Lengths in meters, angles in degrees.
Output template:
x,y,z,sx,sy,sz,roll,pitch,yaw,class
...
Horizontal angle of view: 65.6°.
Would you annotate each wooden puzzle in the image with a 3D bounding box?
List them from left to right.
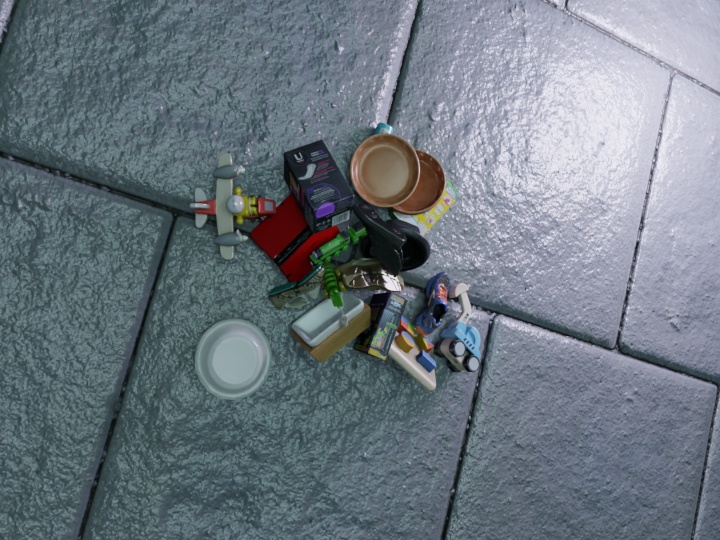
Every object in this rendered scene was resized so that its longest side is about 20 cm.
x,y,z,sx,sy,sz,roll,pitch,yaw,class
0.149,0.211,1.550,0.185,0.201,0.046,43,114,-13,wooden puzzle

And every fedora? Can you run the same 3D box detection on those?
x,y,z,sx,sy,sz,roll,pitch,yaw,class
0.100,-0.084,1.562,0.196,0.201,0.094,21,51,-16,fedora

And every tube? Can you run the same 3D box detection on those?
x,y,z,sx,sy,sz,roll,pitch,yaw,class
0.039,-0.317,1.593,0.075,0.050,0.206,17,83,19,tube

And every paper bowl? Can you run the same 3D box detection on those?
x,y,z,sx,sy,sz,roll,pitch,yaw,class
-0.324,0.225,1.428,0.194,0.104,0.208,1,87,-19,paper bowl

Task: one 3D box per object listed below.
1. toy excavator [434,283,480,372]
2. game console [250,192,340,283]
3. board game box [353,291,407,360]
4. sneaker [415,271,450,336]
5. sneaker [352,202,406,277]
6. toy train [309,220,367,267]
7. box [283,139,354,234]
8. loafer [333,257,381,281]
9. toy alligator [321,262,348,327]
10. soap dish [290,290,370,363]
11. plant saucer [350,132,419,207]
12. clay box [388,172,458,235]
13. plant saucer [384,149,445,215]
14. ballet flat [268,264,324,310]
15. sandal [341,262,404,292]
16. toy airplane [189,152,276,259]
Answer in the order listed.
x,y,z,sx,sy,sz,roll,pitch,yaw,class
0.299,0.171,1.652,0.195,0.099,0.201,46,63,-14,toy excavator
-0.170,-0.087,1.532,0.200,0.118,0.174,-45,132,-14,game console
0.049,0.147,1.503,0.055,0.200,0.170,22,81,-10,board game box
0.227,0.094,1.615,0.074,0.078,0.205,30,62,-21,sneaker
0.043,-0.081,1.459,0.197,0.060,0.105,35,122,-3,sneaker
-0.056,-0.074,1.517,0.198,0.057,0.042,-34,66,-25,toy train
-0.112,-0.221,1.468,0.119,0.107,0.203,-21,65,-17,box
0.000,0.000,1.547,0.193,0.069,0.078,-9,122,-11,loafer
-0.069,0.050,1.437,0.058,0.055,0.204,-23,53,8,toy alligator
-0.077,0.146,1.491,0.198,0.157,0.083,-36,118,-15,soap dish
0.067,-0.276,1.553,0.193,0.037,0.208,0,86,0,plant saucer
0.188,-0.193,1.639,0.115,0.047,0.200,47,75,-9,clay box
0.146,-0.251,1.599,0.193,0.032,0.207,-1,69,3,plant saucer
-0.154,0.052,1.466,0.196,0.068,0.076,-26,107,28,ballet flat
0.029,0.025,1.486,0.195,0.054,0.083,1,67,-31,sandal
-0.334,-0.164,1.415,0.200,0.141,0.200,46,77,-12,toy airplane
